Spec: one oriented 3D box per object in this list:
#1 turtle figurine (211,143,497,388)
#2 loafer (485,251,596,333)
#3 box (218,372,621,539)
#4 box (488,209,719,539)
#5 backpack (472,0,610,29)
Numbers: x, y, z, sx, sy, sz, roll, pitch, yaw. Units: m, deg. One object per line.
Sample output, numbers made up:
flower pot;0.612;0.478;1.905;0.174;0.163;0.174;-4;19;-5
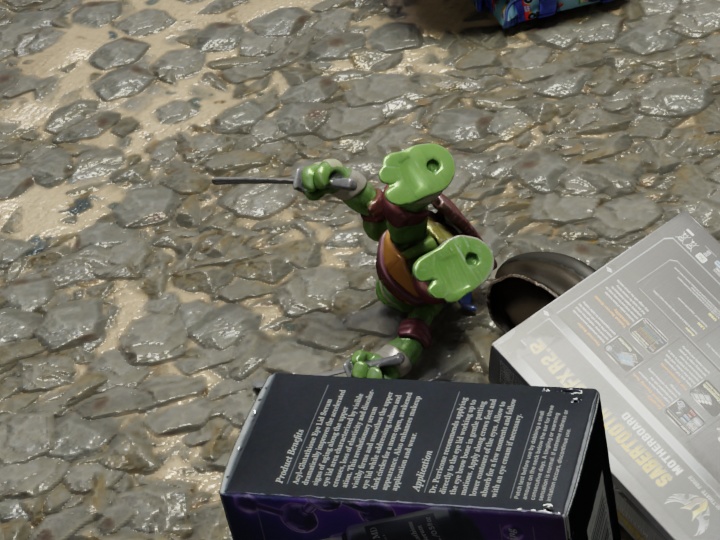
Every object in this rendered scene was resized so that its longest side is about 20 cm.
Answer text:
turtle figurine;0.000;0.000;1.412;0.200;0.194;0.144;14;71;-9
loafer;0.144;0.051;1.379;0.071;0.073;0.200;-31;40;-27
box;0.039;0.148;1.220;0.200;0.148;0.104;0;38;19
box;0.198;0.080;1.280;0.158;0.048;0.200;-34;62;-18
backpack;0.107;-0.285;1.790;0.200;0.135;0.183;-16;37;-7
